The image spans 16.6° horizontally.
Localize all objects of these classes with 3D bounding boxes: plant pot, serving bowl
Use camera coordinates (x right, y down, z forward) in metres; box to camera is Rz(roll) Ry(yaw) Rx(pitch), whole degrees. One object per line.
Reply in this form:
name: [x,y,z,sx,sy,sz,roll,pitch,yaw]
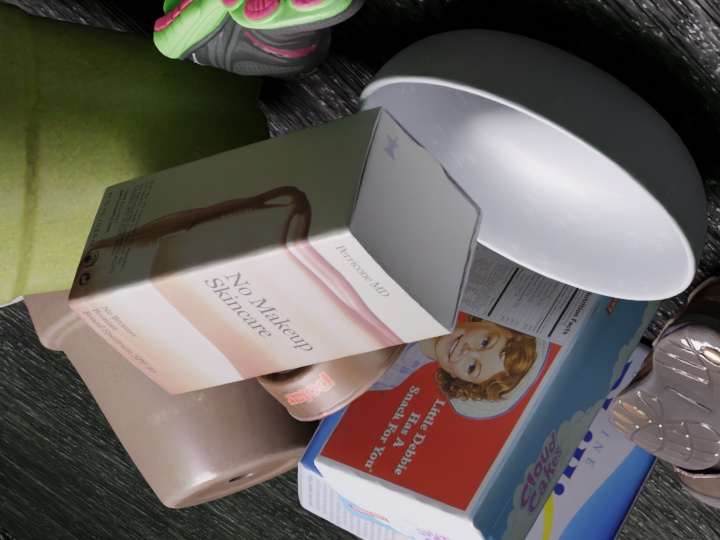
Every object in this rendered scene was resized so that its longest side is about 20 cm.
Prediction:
plant pot: [-0.154,-0.068,1.477,0.183,0.201,0.200,1,168,-14]
serving bowl: [0.100,-0.066,1.303,0.200,0.066,0.200,27,163,9]
plant pot: [-0.106,0.058,1.654,0.200,0.200,0.175,123,127,-72]

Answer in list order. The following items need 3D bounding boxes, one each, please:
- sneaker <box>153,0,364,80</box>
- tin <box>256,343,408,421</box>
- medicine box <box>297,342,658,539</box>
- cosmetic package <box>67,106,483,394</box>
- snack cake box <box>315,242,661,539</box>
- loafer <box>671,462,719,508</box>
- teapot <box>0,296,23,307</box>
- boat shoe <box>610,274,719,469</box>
sneaker: [-0.041,-0.147,1.325,0.084,0.077,0.200,19,171,-24]
tin: [0.000,0.000,1.431,0.042,0.200,0.112,40,137,-20]
medicine box: [0.088,0.110,1.606,0.199,0.183,0.103,27,163,9]
cosmetic package: [-0.047,-0.007,1.339,0.199,0.087,0.103,-15,135,36]
snack cake box: [0.077,0.063,1.441,0.115,0.200,0.067,19,156,33]
loafer: [0.255,0.095,1.508,0.071,0.073,0.200,44,151,-20]
teapot: [-0.236,-0.064,1.713,0.146,0.201,0.198,-1,146,-28]
boat shoe: [0.204,0.060,1.466,0.076,0.072,0.200,32,157,3]
